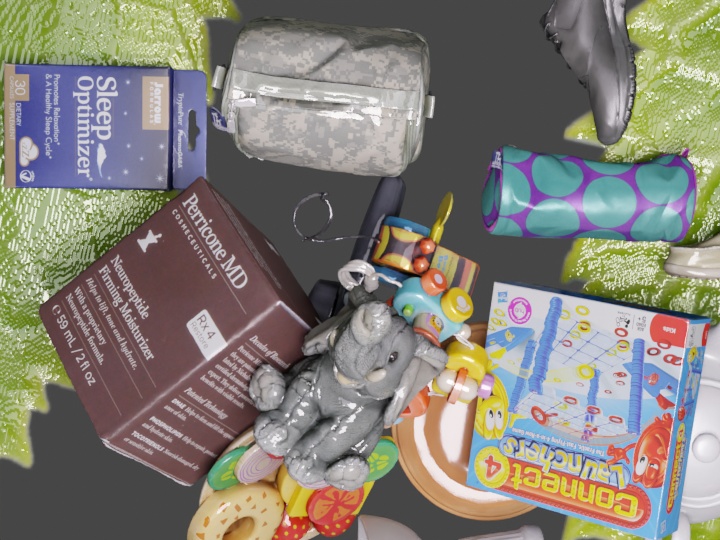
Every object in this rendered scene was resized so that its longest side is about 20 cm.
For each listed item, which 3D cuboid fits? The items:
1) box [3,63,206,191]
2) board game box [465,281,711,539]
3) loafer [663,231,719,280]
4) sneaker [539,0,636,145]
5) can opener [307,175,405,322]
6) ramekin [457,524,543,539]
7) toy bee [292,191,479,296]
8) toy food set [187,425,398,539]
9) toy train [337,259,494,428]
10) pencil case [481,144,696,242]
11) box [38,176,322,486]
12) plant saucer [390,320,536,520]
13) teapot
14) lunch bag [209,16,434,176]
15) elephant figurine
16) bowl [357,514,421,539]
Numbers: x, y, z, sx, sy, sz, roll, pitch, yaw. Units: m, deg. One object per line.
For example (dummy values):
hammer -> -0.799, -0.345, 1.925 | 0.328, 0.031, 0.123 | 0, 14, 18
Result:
box -> -0.251, -0.141, 1.276 | 0.197, 0.032, 0.123 | 1, 95, 0
board game box -> 0.206, 0.123, 1.195 | 0.198, 0.056, 0.199 | 10, 95, 33
loafer -> 0.385, -0.037, 1.258 | 0.197, 0.076, 0.069 | -13, 94, -8
sneaker -> 0.220, -0.220, 1.249 | 0.089, 0.076, 0.203 | -5, 87, 9
can opener -> 0.000, 0.000, 1.268 | 0.078, 0.063, 0.202 | 23, 95, -1
ramekin -> 0.127, 0.344, 1.228 | 0.093, 0.202, 0.206 | 0, 95, 2
toy bee -> 0.047, -0.005, 1.202 | 0.198, 0.108, 0.133 | -5, 101, -35
toy food set -> -0.064, 0.206, 1.241 | 0.198, 0.049, 0.200 | 5, 125, -33
toy train -> 0.043, 0.083, 1.187 | 0.148, 0.056, 0.202 | 2, 134, 19
pencil case -> 0.219, -0.076, 1.247 | 0.197, 0.085, 0.094 | 4, 71, 0
box -> -0.154, 0.061, 1.197 | 0.199, 0.164, 0.167 | -38, 59, 4
plant saucer -> 0.128, 0.153, 1.293 | 0.197, 0.037, 0.203 | 0, 95, 0
teapot -> 0.313, 0.161, 1.237 | 0.196, 0.146, 0.202 | -31, 95, 4
lunch bag -> -0.031, -0.164, 1.202 | 0.197, 0.168, 0.142 | 7, 95, 1
elephant figurine -> 0.005, 0.081, 1.090 | 0.140, 0.156, 0.201 | 23, 120, -24
bowl -> 0.038, 0.345, 1.231 | 0.073, 0.200, 0.203 | 0, 94, -4
